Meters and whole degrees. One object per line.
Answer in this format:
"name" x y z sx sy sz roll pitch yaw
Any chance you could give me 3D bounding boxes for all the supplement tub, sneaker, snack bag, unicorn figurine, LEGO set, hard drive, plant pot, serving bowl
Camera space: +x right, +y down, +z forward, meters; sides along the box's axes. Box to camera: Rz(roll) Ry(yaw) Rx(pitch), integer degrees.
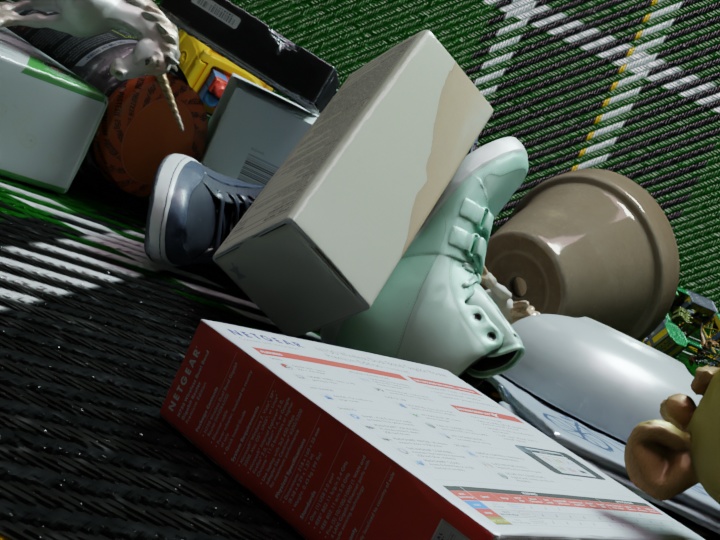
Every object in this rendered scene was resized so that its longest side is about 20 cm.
"supplement tub" -0.219 -0.141 1.061 0.199 0.123 0.122 32 10 41
"sneaker" -0.061 -0.032 0.903 0.145 0.078 0.202 9 4 10
"snack bag" 0.178 0.129 0.926 0.187 0.022 0.200 25 5 -14
"unicorn figurine" 0.082 0.015 1.174 0.200 0.074 0.137 45 3 26
"LEGO set" 0.370 0.093 1.593 0.199 0.116 0.155 13 43 -43
"unicorn figurine" -0.210 -0.194 0.957 0.136 0.074 0.201 -1 42 -22
"hard drive" -0.084 -0.178 1.046 0.139 0.038 0.200 32 5 -4
"sneaker" 0.079 0.007 0.873 0.118 0.201 0.074 35 -19 19
"plant pot" 0.204 0.001 1.340 0.199 0.202 0.174 30 26 31
"serving bowl" 0.198 0.084 1.005 0.199 0.066 0.200 25 4 -2

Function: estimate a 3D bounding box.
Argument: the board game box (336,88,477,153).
"board game box" 0.038 -0.101 1.327 0.199 0.201 0.062 26 8 5

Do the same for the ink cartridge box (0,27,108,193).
"ink cartridge box" -0.304 -0.145 0.956 0.146 0.084 0.200 17 13 -47

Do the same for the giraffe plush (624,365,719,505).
"giraffe plush" 0.214 0.089 0.547 0.172 0.200 0.163 -19 66 -43

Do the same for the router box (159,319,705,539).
"router box" 0.039 0.095 0.588 0.179 0.049 0.199 32 10 39

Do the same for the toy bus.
"toy bus" -0.234 -0.326 2.282 0.199 0.136 0.192 24 21 -33

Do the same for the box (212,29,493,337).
"box" -0.002 -0.059 0.855 0.078 0.201 0.095 47 -37 -18

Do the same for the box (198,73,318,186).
"box" -0.092 -0.089 1.120 0.097 0.125 0.200 24 8 -11
